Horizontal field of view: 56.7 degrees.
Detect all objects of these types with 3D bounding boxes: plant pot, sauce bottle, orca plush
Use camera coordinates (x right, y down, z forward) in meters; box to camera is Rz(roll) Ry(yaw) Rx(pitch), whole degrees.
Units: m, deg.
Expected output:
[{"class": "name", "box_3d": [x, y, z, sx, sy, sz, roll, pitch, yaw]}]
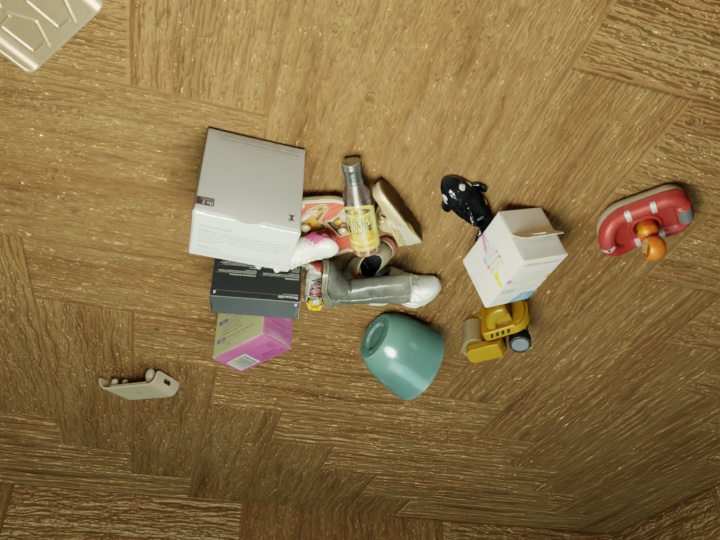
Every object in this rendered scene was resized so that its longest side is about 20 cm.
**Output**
[{"class": "plant pot", "box_3d": [0.096, 0.207, 1.734, 0.159, 0.204, 0.200, 33, 134, -22]}, {"class": "sauce bottle", "box_3d": [-0.004, -0.125, 1.336, 0.064, 0.067, 0.204, -7, 124, 10]}, {"class": "orca plush", "box_3d": [0.225, -0.113, 1.394, 0.102, 0.073, 0.201, -12, 142, 16]}]

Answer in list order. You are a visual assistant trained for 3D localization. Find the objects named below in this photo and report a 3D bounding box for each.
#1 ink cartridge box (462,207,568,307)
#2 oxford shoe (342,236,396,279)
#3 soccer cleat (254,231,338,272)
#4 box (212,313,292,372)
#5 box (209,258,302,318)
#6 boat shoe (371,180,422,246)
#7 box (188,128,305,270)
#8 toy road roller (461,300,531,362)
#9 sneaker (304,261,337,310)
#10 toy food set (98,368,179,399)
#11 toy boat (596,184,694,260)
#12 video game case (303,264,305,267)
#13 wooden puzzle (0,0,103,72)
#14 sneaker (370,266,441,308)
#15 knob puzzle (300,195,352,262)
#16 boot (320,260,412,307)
[{"class": "ink cartridge box", "box_3d": [0.334, -0.036, 1.428, 0.125, 0.128, 0.201, -8, 149, -28]}, {"class": "oxford shoe", "box_3d": [0.000, 0.000, 1.527, 0.070, 0.075, 0.200, 42, 128, 0]}, {"class": "soccer cleat", "box_3d": [-0.139, -0.031, 1.411, 0.195, 0.088, 0.070, 2, 148, 25]}, {"class": "box", "box_3d": [-0.250, 0.109, 1.581, 0.173, 0.205, 0.096, -27, 138, 31]}, {"class": "box", "box_3d": [-0.228, 0.022, 1.478, 0.194, 0.144, 0.080, 5, 145, -6]}, {"class": "boat shoe", "box_3d": [0.065, -0.109, 1.397, 0.068, 0.075, 0.200, -22, 140, 19]}, {"class": "box", "box_3d": [-0.211, -0.132, 1.256, 0.193, 0.205, 0.132, 11, 145, -14]}, {"class": "toy road roller", "box_3d": [0.334, 0.129, 1.691, 0.196, 0.125, 0.147, -19, 126, 24]}, {"class": "sneaker", "box_3d": [-0.094, 0.037, 1.549, 0.075, 0.085, 0.201, 6, 158, -2]}, {"class": "toy food set", "box_3d": [-0.672, 0.343, 2.030, 0.194, 0.062, 0.144, -6, 155, 10]}, {"class": "toy boat", "box_3d": [0.598, -0.079, 1.392, 0.196, 0.134, 0.130, -21, 139, 26]}, {"class": "video game case", "box_3d": [-0.139, -0.078, 1.480, 0.177, 0.023, 0.201, 11, 142, -15]}, {"class": "wooden puzzle", "box_3d": [-0.514, -0.419, 1.000, 0.197, 0.047, 0.184, -28, 136, 25]}, {"class": "sneaker", "box_3d": [0.096, 0.033, 1.591, 0.194, 0.080, 0.101, -5, 141, 5]}, {"class": "knob puzzle", "box_3d": [-0.065, -0.088, 1.422, 0.212, 0.031, 0.222, 0, 143, 0]}, {"class": "boot", "box_3d": [0.015, 0.030, 1.440, 0.193, 0.075, 0.183, 2, 159, 5]}]
